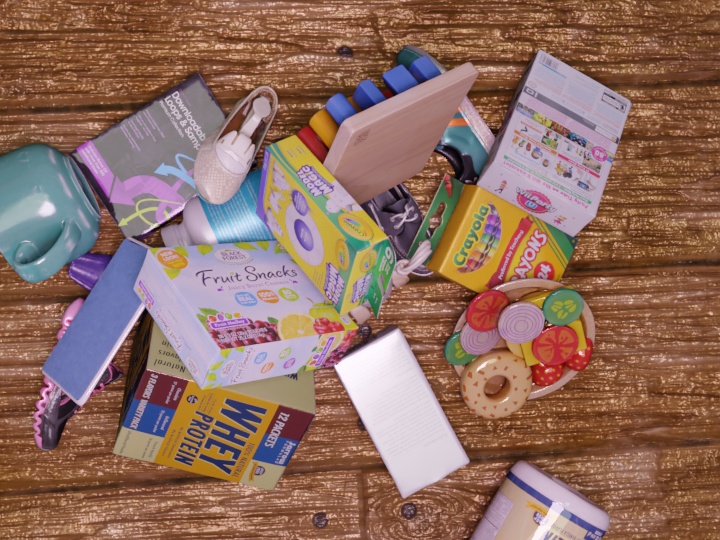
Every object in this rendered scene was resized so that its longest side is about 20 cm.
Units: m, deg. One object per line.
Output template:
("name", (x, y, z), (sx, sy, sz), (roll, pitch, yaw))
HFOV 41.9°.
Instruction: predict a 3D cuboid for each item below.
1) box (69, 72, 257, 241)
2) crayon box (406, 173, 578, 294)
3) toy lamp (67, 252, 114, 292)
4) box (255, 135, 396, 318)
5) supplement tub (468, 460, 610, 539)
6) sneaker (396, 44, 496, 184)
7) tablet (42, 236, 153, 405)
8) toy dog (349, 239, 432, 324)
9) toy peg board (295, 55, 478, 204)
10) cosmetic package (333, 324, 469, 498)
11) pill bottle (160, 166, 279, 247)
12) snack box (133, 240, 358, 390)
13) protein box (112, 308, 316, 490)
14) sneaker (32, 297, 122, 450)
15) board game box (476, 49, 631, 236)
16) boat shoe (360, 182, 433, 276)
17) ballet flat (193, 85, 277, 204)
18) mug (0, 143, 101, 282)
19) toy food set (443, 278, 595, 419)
("box", (-0.255, -0.146, 1.233), (0.200, 0.036, 0.143), (-34, 93, -5))
("crayon box", (0.174, -0.028, 1.240), (0.200, 0.051, 0.127), (25, 89, -19))
("toy lamp", (-0.279, 0.026, 1.223), (0.199, 0.058, 0.058), (19, 89, -6))
("box", (-0.040, -0.041, 1.045), (0.048, 0.117, 0.200), (-28, 62, -30))
("supplement tub", (0.216, 0.366, 1.224), (0.144, 0.144, 0.200), (31, 88, -4))
("sneaker", (0.102, -0.203, 1.244), (0.080, 0.071, 0.200), (-39, 95, -8))
("tablet", (-0.305, 0.057, 1.134), (0.014, 0.130, 0.200), (37, 79, -39))
("toy dog", (0.000, 0.000, 1.185), (0.132, 0.200, 0.096), (-41, 84, -19))
("toy peg board", (0.007, -0.172, 1.114), (0.200, 0.199, 0.098), (-31, 74, -32))
("cosmetic package", (0.050, 0.184, 1.244), (0.101, 0.071, 0.200), (-27, 93, -4))
("pill bottle", (-0.150, -0.062, 1.205), (0.200, 0.111, 0.111), (-24, 93, -5))
("snack box", (-0.131, 0.044, 1.079), (0.169, 0.200, 0.068), (49, 125, 32))
("protein box", (-0.171, 0.125, 1.125), (0.198, 0.200, 0.135), (18, 121, -17))
("sneaker", (-0.360, 0.141, 1.215), (0.095, 0.079, 0.201), (18, 90, -16))
("board game box", (0.254, -0.167, 1.221), (0.147, 0.064, 0.200), (28, 61, -4))
("boat shoe", (0.041, -0.077, 1.244), (0.073, 0.063, 0.200), (-34, 94, -5))
("ballet flat", (-0.153, -0.165, 1.174), (0.067, 0.062, 0.200), (35, 44, -19))
("mug", (-0.385, -0.066, 1.160), (0.114, 0.152, 0.185), (-27, 77, -6))
("toy food set", (0.210, 0.096, 1.231), (0.199, 0.049, 0.198), (-18, 120, 5))
